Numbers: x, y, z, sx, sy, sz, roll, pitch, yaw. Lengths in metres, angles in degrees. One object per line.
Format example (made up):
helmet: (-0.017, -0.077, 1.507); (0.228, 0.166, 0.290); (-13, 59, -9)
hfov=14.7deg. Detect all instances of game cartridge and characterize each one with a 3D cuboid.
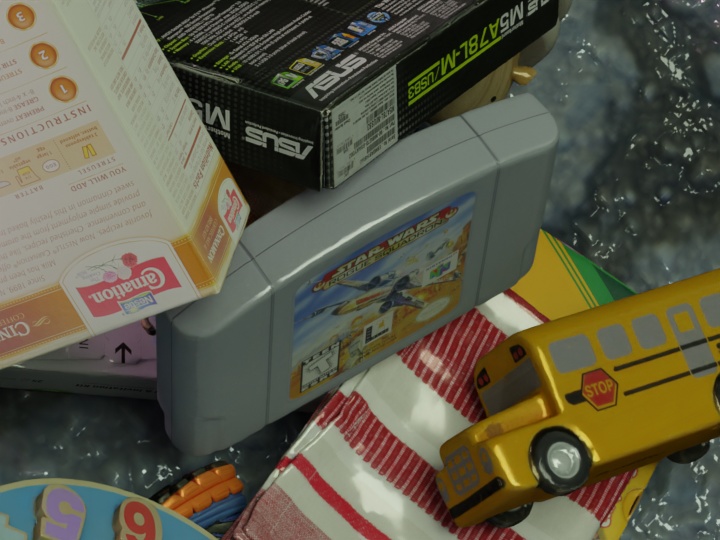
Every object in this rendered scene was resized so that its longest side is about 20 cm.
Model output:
game cartridge: (0.000, 0.000, 1.245); (0.200, 0.133, 0.042); (-29, 69, -18)

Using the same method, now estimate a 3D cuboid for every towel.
towel: (0.043, 0.098, 1.304); (0.144, 0.023, 0.200); (39, 62, -5)

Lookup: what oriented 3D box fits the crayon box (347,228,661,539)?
crayon box: (0.076, 0.090, 1.366); (0.119, 0.058, 0.200); (34, 63, -7)

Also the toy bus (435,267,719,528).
toy bus: (0.125, 0.056, 1.308); (0.199, 0.065, 0.079); (-16, 78, -30)

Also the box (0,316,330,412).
box: (-0.098, -0.016, 1.342); (0.199, 0.041, 0.156); (6, 69, -22)

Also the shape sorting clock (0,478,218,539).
shape sorting clock: (-0.098, 0.167, 1.169); (0.199, 0.039, 0.200); (21, 43, -21)

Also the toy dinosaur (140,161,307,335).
toy dinosaur: (-0.052, -0.019, 1.307); (0.199, 0.058, 0.101); (6, 69, -21)

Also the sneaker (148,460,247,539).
sneaker: (-0.112, 0.167, 1.254); (0.200, 0.075, 0.079); (-38, 91, -27)

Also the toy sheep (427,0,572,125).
toy sheep: (0.048, -0.164, 1.403); (0.137, 0.138, 0.201); (4, 70, -21)

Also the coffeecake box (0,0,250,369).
coffeecake box: (-0.161, -0.064, 1.151); (0.200, 0.153, 0.073); (61, 23, -24)

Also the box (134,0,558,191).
box: (-0.039, -0.117, 1.265); (0.193, 0.048, 0.200); (16, 35, 29)
